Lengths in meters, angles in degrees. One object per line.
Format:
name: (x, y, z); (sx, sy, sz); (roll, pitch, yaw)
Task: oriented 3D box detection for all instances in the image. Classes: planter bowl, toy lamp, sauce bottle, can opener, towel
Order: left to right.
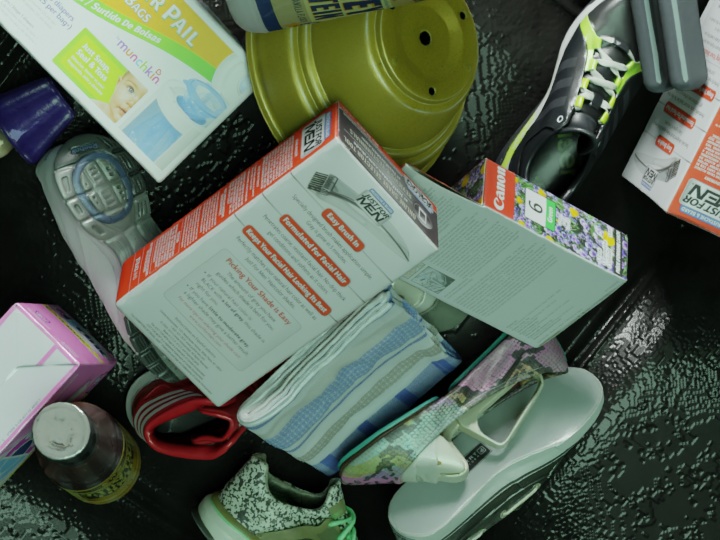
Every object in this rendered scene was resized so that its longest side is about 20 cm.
toy lamp: (-0.293, -0.067, 1.645); (0.200, 0.058, 0.058); (-37, 110, -1)
sauce bottle: (-0.199, 0.129, 1.647); (0.066, 0.200, 0.066); (-1, 80, 3)
towel: (-0.004, 0.085, 1.699); (0.147, 0.200, 0.024); (-43, 66, 2)
planter bowl: (0.022, -0.156, 1.619); (0.200, 0.083, 0.201); (7, 79, -40)
can opener: (0.225, -0.231, 1.684); (0.066, 0.053, 0.201); (-12, 98, -38)

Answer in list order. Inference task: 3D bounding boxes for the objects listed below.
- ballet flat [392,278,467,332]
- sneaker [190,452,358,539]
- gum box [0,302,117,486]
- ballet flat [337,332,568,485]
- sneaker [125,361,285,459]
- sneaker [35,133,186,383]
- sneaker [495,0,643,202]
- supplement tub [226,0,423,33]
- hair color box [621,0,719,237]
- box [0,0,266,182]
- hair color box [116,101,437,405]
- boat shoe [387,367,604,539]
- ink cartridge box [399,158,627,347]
ballet flat: (0.000, 0.000, 1.720); (0.199, 0.064, 0.068); (23, 89, -17)
sneaker: (-0.027, 0.205, 1.766); (0.200, 0.077, 0.089); (29, 107, -19)
gum box: (-0.276, 0.118, 1.663); (0.066, 0.113, 0.200); (43, 94, 6)
ballet flat: (0.077, 0.115, 1.756); (0.200, 0.069, 0.071); (-38, 78, -10)
sneaker: (-0.071, 0.097, 1.708); (0.199, 0.116, 0.079); (-21, 109, -5)
sneaker: (-0.170, -0.011, 1.673); (0.074, 0.087, 0.201); (-31, 108, -23)
sneaker: (0.171, -0.116, 1.715); (0.072, 0.083, 0.200); (26, 99, -18)
supplement tub: (0.003, -0.243, 1.515); (0.199, 0.144, 0.145); (-11, 108, 5)
hair color box: (0.279, -0.135, 1.718); (0.064, 0.111, 0.200); (24, 100, -17)
box: (-0.176, -0.177, 1.613); (0.112, 0.101, 0.200); (-44, 110, 3)
hair color box: (-0.057, -0.010, 1.587); (0.200, 0.064, 0.111); (-35, 114, 19)
boat shoe: (0.108, 0.152, 1.795); (0.200, 0.071, 0.064); (-36, 143, -8)
ink cartridge box: (0.085, -0.024, 1.681); (0.200, 0.050, 0.109); (27, 136, -23)
